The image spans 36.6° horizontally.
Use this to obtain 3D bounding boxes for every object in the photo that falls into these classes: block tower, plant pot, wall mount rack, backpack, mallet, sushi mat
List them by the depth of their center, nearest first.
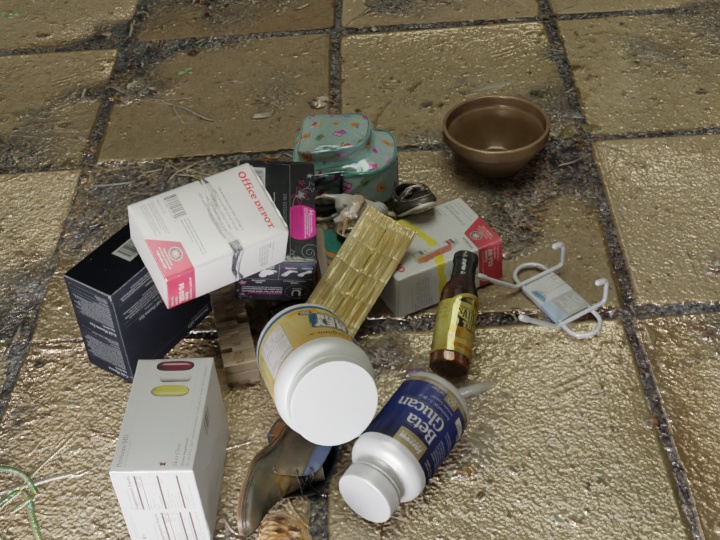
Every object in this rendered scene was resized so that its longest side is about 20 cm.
[{"bbox_3d":[-0.070,0.114,1.704,0.065,0.042,0.200,-25,49,-26],"label":"mallet"},{"bbox_3d":[0.000,0.000,1.715,0.095,0.012,0.201,31,80,8],"label":"sushi mat"},{"bbox_3d":[-0.200,0.098,1.718,0.057,0.055,0.201,-10,40,-7],"label":"block tower"},{"bbox_3d":[0.289,0.033,1.726,0.172,0.075,0.200,-24,42,-18],"label":"wall mount rack"},{"bbox_3d":[-0.026,-0.197,1.979,0.197,0.155,0.177,3,35,1],"label":"backpack"},{"bbox_3d":[0.253,-0.239,2.039,0.198,0.094,0.202,-3,41,2],"label":"plant pot"}]

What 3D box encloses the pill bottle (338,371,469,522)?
[{"bbox_3d":[0.057,0.241,1.475,0.110,0.112,0.200,19,46,27],"label":"pill bottle"}]

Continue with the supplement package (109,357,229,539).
[{"bbox_3d":[-0.252,0.243,1.471,0.109,0.157,0.201,-3,40,4],"label":"supplement package"}]

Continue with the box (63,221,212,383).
[{"bbox_3d":[-0.343,0.037,1.706,0.103,0.184,0.200,20,45,28],"label":"box"}]

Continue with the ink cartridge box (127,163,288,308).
[{"bbox_3d":[-0.224,-0.054,1.610,0.198,0.085,0.146,-22,63,-21],"label":"ink cartridge box"}]

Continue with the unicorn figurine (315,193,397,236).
[{"bbox_3d":[-0.014,-0.097,1.836,0.136,0.075,0.199,-6,3,44],"label":"unicorn figurine"}]

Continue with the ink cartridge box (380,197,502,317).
[{"bbox_3d":[0.116,-0.024,1.804,0.198,0.084,0.145,-21,42,-17],"label":"ink cartridge box"}]

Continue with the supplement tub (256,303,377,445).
[{"bbox_3d":[-0.061,0.145,1.525,0.143,0.146,0.200,-15,22,-12],"label":"supplement tub"}]

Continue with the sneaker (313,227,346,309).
[{"bbox_3d":[-0.041,0.011,1.790,0.079,0.072,0.202,7,49,-18],"label":"sneaker"}]

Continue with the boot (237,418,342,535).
[{"bbox_3d":[-0.096,0.280,1.475,0.096,0.075,0.201,5,39,17],"label":"boot"}]

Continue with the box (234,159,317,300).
[{"bbox_3d":[-0.139,-0.064,1.751,0.130,0.115,0.202,1,55,-6],"label":"box"}]

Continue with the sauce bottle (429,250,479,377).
[{"bbox_3d":[0.149,0.063,1.671,0.065,0.066,0.202,5,62,12],"label":"sauce bottle"}]

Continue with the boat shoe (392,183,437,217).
[{"bbox_3d":[0.085,-0.126,1.868,0.066,0.058,0.200,-18,2,-6],"label":"boat shoe"}]

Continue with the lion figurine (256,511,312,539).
[{"bbox_3d":[-0.103,0.391,1.346,0.121,0.073,0.201,11,44,21],"label":"lion figurine"}]
